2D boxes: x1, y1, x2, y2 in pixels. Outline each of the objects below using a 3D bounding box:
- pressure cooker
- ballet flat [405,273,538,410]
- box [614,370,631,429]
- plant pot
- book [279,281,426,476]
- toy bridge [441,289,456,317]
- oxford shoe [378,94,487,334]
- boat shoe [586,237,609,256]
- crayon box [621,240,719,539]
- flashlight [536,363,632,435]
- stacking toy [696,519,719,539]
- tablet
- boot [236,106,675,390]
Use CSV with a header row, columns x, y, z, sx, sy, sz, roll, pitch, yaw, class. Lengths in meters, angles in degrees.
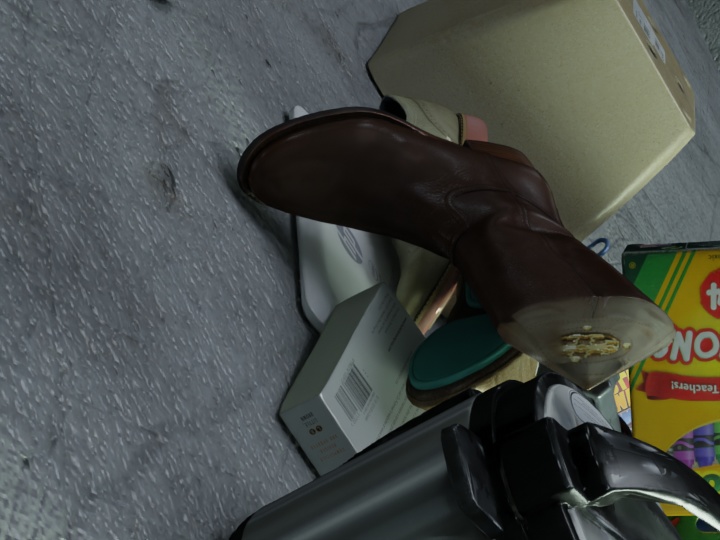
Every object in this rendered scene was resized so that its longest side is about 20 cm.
x,y,z,sx,sy,sz,roll,pitch,yaw,class
0.063,0.142,0.867,0.179,0.200,0.176,61,17,1,pressure cooker
0.072,0.045,1.133,0.200,0.068,0.072,-67,142,-64,ballet flat
0.225,0.117,1.460,0.200,0.040,0.137,-21,82,-34,box
0.143,-0.132,1.574,0.200,0.177,0.200,59,17,-12,plant pot
0.039,0.119,1.096,0.200,0.048,0.134,58,24,-13,book
0.065,0.020,1.362,0.067,0.027,0.200,34,32,-62,toy bridge
0.030,-0.036,1.272,0.074,0.071,0.200,24,33,-12,oxford shoe
0.124,0.016,1.387,0.200,0.084,0.069,108,-8,-72,boat shoe
0.232,0.082,1.311,0.051,0.127,0.200,-34,120,-78,crayon box
0.132,0.087,1.294,0.200,0.068,0.068,66,24,-61,flashlight
0.236,0.200,1.377,0.085,0.085,0.200,32,75,-59,stacking toy
0.000,0.000,1.228,0.130,0.014,0.200,50,20,-33,tablet
0.047,-0.010,1.082,0.200,0.186,0.064,-119,-145,-53,boot
